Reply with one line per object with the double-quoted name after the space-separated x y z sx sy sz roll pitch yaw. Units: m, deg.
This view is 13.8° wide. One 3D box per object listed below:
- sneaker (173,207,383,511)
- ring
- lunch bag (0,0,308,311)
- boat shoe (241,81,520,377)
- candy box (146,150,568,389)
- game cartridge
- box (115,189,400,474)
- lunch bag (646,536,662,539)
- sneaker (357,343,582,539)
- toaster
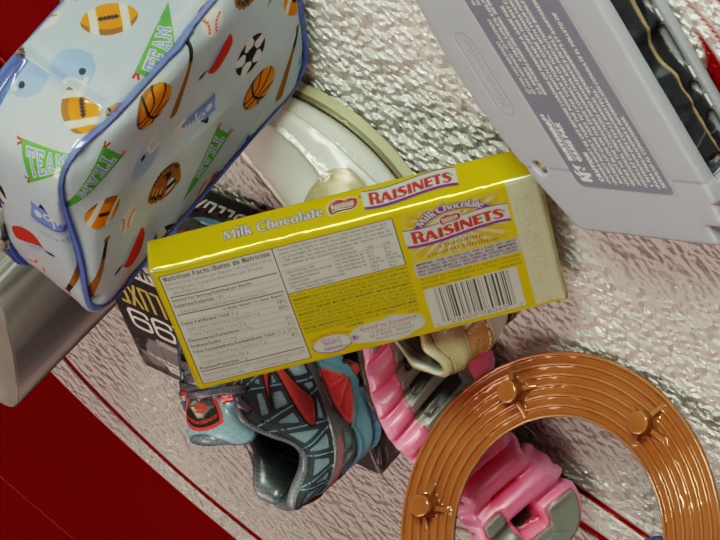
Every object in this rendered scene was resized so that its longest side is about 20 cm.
-0.063 0.053 1.638 0.079 0.096 0.200 4 136 51 "sneaker"
0.101 0.143 1.575 0.200 0.202 0.019 25 -171 33 "ring"
-0.109 -0.081 1.472 0.075 0.200 0.161 32 155 21 "lunch bag"
-0.005 -0.026 1.572 0.200 0.068 0.075 39 156 6 "boat shoe"
0.000 0.000 1.498 0.103 0.199 0.027 73 -175 -48 "candy box"
0.094 -0.097 1.348 0.133 0.041 0.200 4 137 49 "game cartridge"
-0.068 0.023 1.770 0.199 0.050 0.158 23 149 34 "box"
0.160 0.254 1.665 0.075 0.160 0.201 22 151 35 "lunch bag"
0.047 0.082 1.689 0.201 0.079 0.095 60 170 -27 "sneaker"
-0.239 -0.028 1.859 0.199 0.119 0.181 34 156 16 "toaster"
